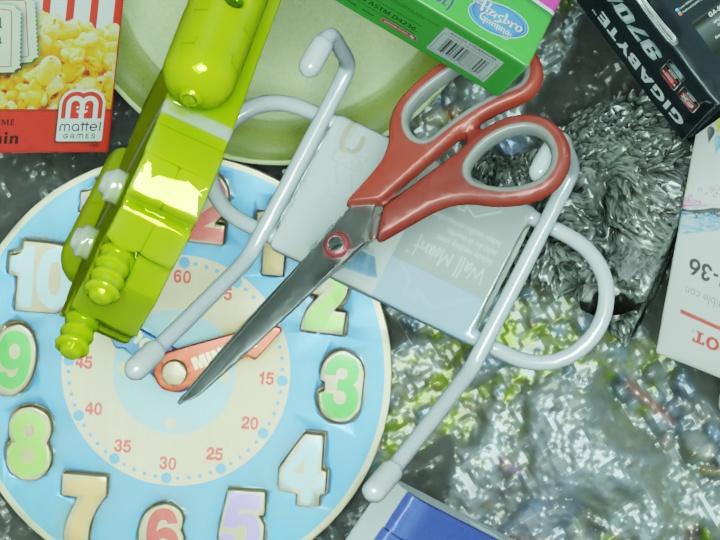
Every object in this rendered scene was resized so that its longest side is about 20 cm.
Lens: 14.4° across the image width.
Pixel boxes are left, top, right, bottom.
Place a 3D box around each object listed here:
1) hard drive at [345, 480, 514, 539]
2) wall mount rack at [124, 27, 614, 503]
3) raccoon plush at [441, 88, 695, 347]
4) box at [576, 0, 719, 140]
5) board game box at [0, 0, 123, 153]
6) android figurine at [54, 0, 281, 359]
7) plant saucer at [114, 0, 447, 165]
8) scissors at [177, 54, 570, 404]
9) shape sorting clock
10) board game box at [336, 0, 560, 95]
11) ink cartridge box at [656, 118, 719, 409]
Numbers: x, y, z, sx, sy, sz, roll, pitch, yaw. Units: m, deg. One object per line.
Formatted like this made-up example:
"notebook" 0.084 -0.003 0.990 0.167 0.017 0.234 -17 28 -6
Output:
"hard drive" 0.000 0.199 1.273 0.025 0.132 0.201 35 93 42
"wall mount rack" 0.000 0.000 1.204 0.199 0.075 0.175 25 82 17
"raccoon plush" 0.091 -0.062 1.281 0.133 0.097 0.201 25 84 8
"box" 0.162 -0.171 1.145 0.200 0.046 0.159 -35 84 -19
"board game box" -0.175 -0.151 1.223 0.150 0.046 0.201 -2 112 -24
"android figurine" -0.082 -0.052 1.198 0.041 0.182 0.201 25 56 -7
"plant saucer" -0.037 -0.149 1.304 0.198 0.031 0.202 0 91 2
"scissors" -0.004 -0.022 1.172 0.199 0.014 0.073 -31 72 1
"shape sorting clock" -0.085 0.046 1.308 0.198 0.039 0.202 0 92 2
"board game box" 0.039 -0.196 1.172 0.152 0.040 0.201 29 70 -8
"ink cartridge box" 0.198 -0.006 1.211 0.116 0.067 0.201 23 114 36
